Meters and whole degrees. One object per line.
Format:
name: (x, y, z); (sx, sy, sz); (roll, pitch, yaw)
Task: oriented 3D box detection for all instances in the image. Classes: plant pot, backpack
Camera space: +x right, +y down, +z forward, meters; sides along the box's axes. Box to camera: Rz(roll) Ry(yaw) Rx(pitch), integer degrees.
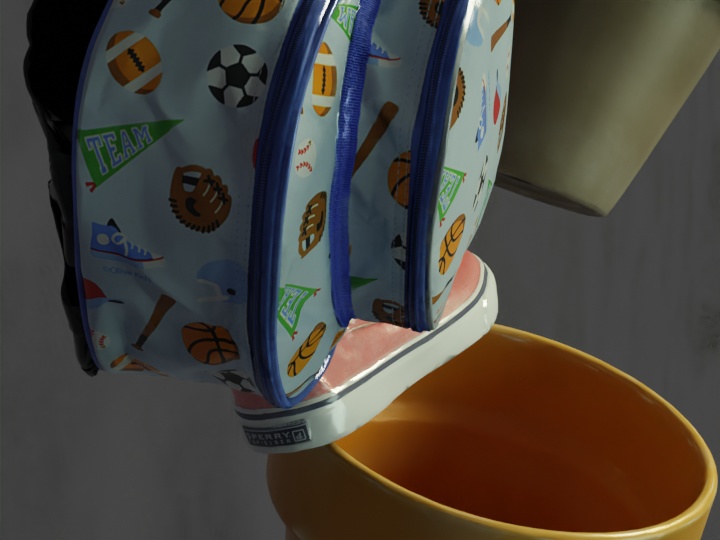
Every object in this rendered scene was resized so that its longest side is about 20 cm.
plant pot: (0.044, 0.147, 0.993); (0.200, 0.199, 0.184); (-54, 160, -65)
plant pot: (0.117, -0.132, 1.255); (0.200, 0.199, 0.174); (23, 88, -75)
backpack: (-0.028, -0.050, 0.737); (0.201, 0.153, 0.191); (82, 28, -47)

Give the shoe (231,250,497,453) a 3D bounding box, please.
shoe: (0.000, 0.000, 0.927); (0.200, 0.071, 0.092); (-36, 116, -58)
